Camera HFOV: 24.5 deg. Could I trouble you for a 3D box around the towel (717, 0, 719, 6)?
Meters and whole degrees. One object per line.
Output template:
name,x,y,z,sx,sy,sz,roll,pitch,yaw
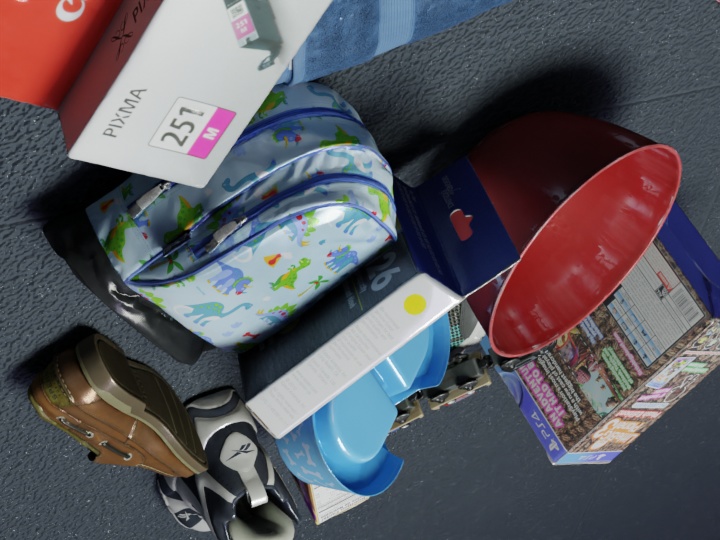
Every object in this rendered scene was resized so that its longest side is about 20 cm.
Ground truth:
towel,0.363,-0.223,1.298,0.146,0.030,0.200,-39,152,15

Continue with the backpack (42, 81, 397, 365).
backpack,-0.073,-0.032,1.074,0.200,0.154,0.163,-45,145,-1

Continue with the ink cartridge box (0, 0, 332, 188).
ink cartridge box,-0.116,-0.141,0.893,0.173,0.044,0.200,11,132,-36

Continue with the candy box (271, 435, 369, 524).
candy box,-0.045,0.111,1.339,0.056,0.117,0.200,-25,152,-12

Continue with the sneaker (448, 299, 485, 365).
sneaker,0.046,0.047,1.377,0.091,0.078,0.201,-12,145,-26

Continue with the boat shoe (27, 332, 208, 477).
boat shoe,-0.183,0.111,1.260,0.068,0.072,0.200,-29,143,5

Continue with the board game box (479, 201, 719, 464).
board game box,0.220,0.047,1.455,0.097,0.160,0.200,6,135,-50

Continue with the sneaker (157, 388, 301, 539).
sneaker,-0.109,0.204,1.411,0.079,0.130,0.200,-15,148,-27

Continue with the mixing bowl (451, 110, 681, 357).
mixing bowl,0.136,-0.045,1.254,0.200,0.108,0.201,-34,151,-22

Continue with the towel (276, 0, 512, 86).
towel,0.024,-0.176,1.011,0.199,0.049,0.112,-24,152,-16

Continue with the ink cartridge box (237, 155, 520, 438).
ink cartridge box,0.000,0.000,1.139,0.200,0.198,0.047,-39,113,9

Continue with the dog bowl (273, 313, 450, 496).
dog bowl,0.000,0.073,1.199,0.049,0.201,0.112,-9,128,37

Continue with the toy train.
toy train,0.076,0.092,1.379,0.199,0.034,0.046,-28,161,20
